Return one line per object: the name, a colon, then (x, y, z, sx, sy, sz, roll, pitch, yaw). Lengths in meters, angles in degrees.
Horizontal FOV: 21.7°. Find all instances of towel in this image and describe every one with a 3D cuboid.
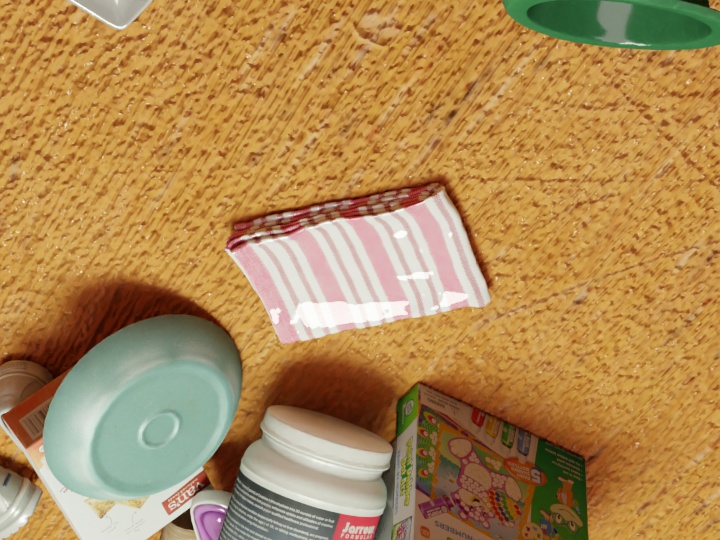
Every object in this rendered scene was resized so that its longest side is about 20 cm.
towel: (0.000, 0.000, 1.596, 0.198, 0.030, 0.147, -11, 137, 17)

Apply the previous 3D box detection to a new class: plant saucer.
plant saucer: (-0.185, 0.133, 1.677, 0.199, 0.036, 0.201, -21, 133, -25)

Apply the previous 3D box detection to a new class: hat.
hat: (0.190, -0.257, 1.293, 0.164, 0.178, 0.200, 8, 177, -6)

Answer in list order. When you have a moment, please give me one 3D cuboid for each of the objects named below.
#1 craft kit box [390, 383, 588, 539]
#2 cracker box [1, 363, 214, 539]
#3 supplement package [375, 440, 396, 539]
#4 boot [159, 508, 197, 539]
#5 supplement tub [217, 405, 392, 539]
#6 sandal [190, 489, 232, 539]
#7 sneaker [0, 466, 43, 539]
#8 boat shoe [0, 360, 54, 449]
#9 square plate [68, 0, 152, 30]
craft kit box: (0.119, 0.225, 1.712, 0.199, 0.199, 0.049, 25, 137, -22)
cracker box: (-0.229, 0.171, 1.742, 0.133, 0.058, 0.201, -36, 138, -13)
supplement package: (0.103, 0.253, 1.804, 0.199, 0.121, 0.121, 24, 134, -20)
boot: (-0.110, 0.302, 1.923, 0.198, 0.074, 0.155, 15, 139, 6)
supplement tub: (-0.057, 0.239, 1.725, 0.139, 0.140, 0.202, 16, 96, -13)
sandal: (-0.124, 0.295, 1.828, 0.082, 0.050, 0.204, -3, 130, 25)
sneaker: (-0.407, 0.246, 1.900, 0.199, 0.075, 0.082, -35, 111, 29)
boat shoe: (-0.287, 0.168, 1.786, 0.071, 0.069, 0.201, -7, 137, 14)
square plate: (-0.191, -0.277, 1.301, 0.197, 0.029, 0.200, 31, 133, -26)
